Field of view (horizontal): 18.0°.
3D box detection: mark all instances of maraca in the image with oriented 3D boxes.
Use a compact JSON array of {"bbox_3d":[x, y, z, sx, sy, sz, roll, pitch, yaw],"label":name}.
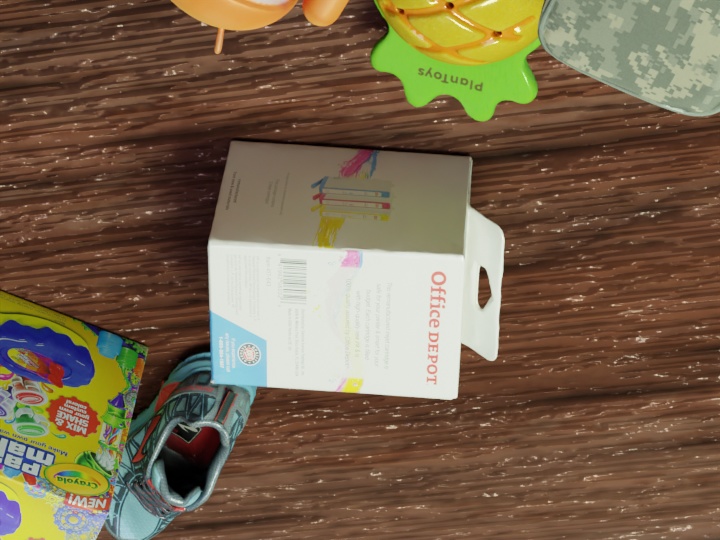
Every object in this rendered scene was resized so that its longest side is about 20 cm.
[{"bbox_3d":[0.067,-0.180,1.459,0.137,0.107,0.200,16,133,11],"label":"maraca"}]

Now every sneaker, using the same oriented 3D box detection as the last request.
[{"bbox_3d":[-0.151,0.150,1.736,0.079,0.096,0.200,25,125,-13],"label":"sneaker"}]

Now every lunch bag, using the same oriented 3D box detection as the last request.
[{"bbox_3d":[0.202,-0.216,1.350,0.139,0.168,0.200,24,139,2],"label":"lunch bag"}]

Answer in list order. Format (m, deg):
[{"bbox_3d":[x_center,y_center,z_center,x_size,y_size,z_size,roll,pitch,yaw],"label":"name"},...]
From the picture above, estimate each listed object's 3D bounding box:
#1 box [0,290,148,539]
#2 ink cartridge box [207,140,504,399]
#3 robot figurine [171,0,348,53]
[{"bbox_3d":[-0.281,0.121,1.665,0.200,0.193,0.122,21,126,-11],"label":"box"},{"bbox_3d":[0.000,0.000,1.589,0.200,0.125,0.129,4,128,2],"label":"ink cartridge box"},{"bbox_3d":[-0.063,-0.234,1.426,0.144,0.117,0.200,26,124,-22],"label":"robot figurine"}]
